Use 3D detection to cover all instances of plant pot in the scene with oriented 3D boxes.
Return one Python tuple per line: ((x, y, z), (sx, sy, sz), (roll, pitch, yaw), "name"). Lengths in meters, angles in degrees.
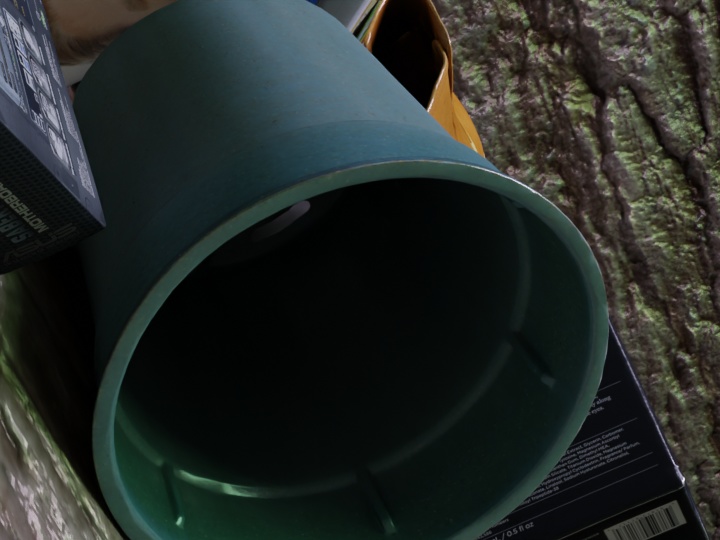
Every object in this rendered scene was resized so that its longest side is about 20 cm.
((-0.030, -0.007, 0.754), (0.200, 0.200, 0.196), (62, -1, -39), "plant pot")

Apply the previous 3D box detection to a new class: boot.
((0.029, -0.090, 0.952), (0.201, 0.071, 0.144), (-93, 177, -49), "boot")

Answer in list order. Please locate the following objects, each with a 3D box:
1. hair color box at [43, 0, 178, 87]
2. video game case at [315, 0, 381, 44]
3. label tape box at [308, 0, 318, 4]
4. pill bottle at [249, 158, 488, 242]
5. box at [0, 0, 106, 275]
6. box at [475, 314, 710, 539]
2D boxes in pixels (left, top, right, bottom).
((-0.077, -0.172, 0.854), (0.100, 0.200, 0.061), (62, 7, -22), "hair color box")
((-0.040, -0.077, 0.959), (0.023, 0.200, 0.182), (34, 6, 0), "video game case")
((-0.062, -0.127, 1.146), (0.063, 0.144, 0.200), (22, 8, 1), "label tape box")
((0.000, 0.000, 1.051), (0.200, 0.112, 0.112), (-31, 99, -52), "pill bottle")
((-0.158, -0.116, 0.619), (0.158, 0.051, 0.200), (56, 12, -65), "box")
((0.044, 0.098, 0.880), (0.079, 0.200, 0.141), (57, 11, -55), "box")
